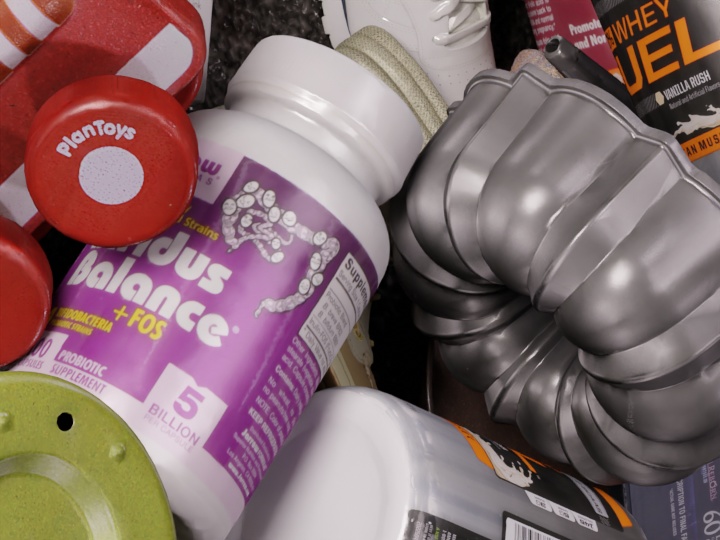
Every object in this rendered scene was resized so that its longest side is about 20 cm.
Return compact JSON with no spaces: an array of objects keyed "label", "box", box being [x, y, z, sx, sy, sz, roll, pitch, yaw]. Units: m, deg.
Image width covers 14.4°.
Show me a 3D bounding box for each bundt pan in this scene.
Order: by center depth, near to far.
[{"label":"bundt pan","box":[0.090,0.014,1.217,0.076,0.202,0.202,-43,112,-24]}]

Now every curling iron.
[{"label":"curling iron","box":[0.152,-0.052,1.369,0.200,0.026,0.050,44,19,-34]}]

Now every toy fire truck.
[{"label":"toy fire truck","box":[-0.161,-0.068,1.104,0.168,0.200,0.112,41,23,-23]}]

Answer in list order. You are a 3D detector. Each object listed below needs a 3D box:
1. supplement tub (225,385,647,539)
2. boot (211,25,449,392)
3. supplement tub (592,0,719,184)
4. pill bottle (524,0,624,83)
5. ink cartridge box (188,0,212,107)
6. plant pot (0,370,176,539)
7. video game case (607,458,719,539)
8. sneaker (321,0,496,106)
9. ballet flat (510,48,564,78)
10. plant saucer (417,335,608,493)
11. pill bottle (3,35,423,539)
[{"label":"supplement tub","box":[0.045,0.134,1.226,0.200,0.122,0.123,26,65,-41]},{"label":"boot","box":[0.000,0.000,1.307,0.155,0.072,0.200,-33,104,-43]},{"label":"supplement tub","box":[0.174,-0.116,1.299,0.122,0.122,0.200,-18,84,-42]},{"label":"pill bottle","box":[0.130,-0.170,1.424,0.114,0.114,0.201,-22,97,-42]},{"label":"ink cartridge box","box":[-0.122,-0.175,1.228,0.116,0.067,0.201,15,73,-39]},{"label":"plant pot","box":[-0.172,0.111,1.046,0.200,0.193,0.201,9,76,-41]},{"label":"video game case","box":[0.207,0.093,1.387,0.200,0.019,0.143,-20,117,-25]},{"label":"sneaker","box":[0.027,-0.148,1.351,0.076,0.080,0.200,-33,106,-42]},{"label":"ballet flat","box":[0.088,-0.004,1.347,0.067,0.068,0.201,-17,91,-27]},{"label":"plant saucer","box":[0.096,0.066,1.405,0.200,0.034,0.201,8,78,-41]},{"label":"pill bottle","box":[-0.057,0.006,1.161,0.112,0.112,0.200,42,67,-29]}]
